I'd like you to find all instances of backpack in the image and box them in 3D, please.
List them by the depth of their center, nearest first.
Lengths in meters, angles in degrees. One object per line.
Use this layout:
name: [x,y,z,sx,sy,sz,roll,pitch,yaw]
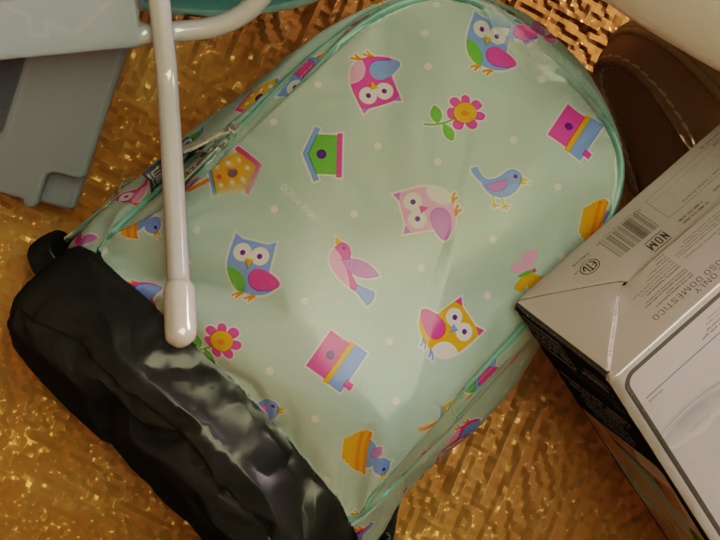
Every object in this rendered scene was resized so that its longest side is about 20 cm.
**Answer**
backpack: [0.000,0.000,0.874,0.200,0.127,0.167,-44,95,-13]

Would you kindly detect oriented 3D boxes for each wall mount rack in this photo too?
wall mount rack: [-0.120,-0.064,0.805,0.199,0.075,0.174,-5,107,2]

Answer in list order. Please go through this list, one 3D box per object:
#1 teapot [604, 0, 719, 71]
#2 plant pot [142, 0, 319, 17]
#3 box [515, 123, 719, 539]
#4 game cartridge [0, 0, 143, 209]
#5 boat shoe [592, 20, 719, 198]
teapot: [0.147,-0.144,0.821,0.200,0.197,0.146,2,122,-51]
plant pot: [-0.053,-0.205,0.875,0.200,0.200,0.135,23,47,-10]
box: [0.150,0.051,0.861,0.117,0.060,0.200,-40,126,-8]
game cartridge: [-0.171,-0.105,0.855,0.199,0.042,0.133,17,114,-11]
boat shoe: [0.132,0.005,0.939,0.064,0.071,0.200,-29,91,-17]
